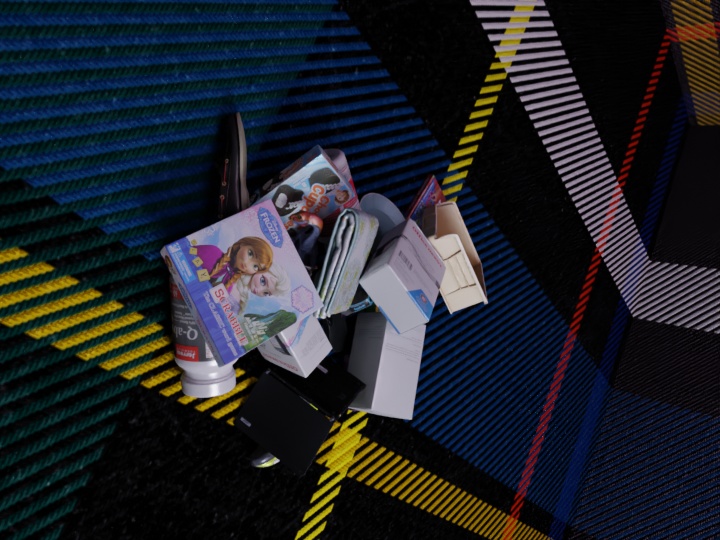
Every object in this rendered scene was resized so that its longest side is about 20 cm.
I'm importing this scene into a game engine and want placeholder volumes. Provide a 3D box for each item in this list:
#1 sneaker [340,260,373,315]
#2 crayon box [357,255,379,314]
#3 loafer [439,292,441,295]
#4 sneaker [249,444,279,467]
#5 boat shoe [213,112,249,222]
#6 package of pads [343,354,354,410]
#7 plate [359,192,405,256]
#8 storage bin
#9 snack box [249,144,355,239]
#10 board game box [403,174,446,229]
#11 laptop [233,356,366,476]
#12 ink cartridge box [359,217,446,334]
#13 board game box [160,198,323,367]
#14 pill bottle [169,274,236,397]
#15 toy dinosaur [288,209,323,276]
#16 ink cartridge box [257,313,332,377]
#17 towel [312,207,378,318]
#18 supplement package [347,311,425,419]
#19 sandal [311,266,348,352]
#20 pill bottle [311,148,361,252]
[{"bbox_3d":[0.000,0.000,1.277,0.073,0.080,0.205,41,43,-45],"label":"sneaker"},{"bbox_3d":[0.054,0.069,1.400,0.117,0.057,0.206,-4,100,-48],"label":"crayon box"},{"bbox_3d":[0.177,-0.002,1.497,0.072,0.071,0.201,-69,152,-22],"label":"loafer"},{"bbox_3d":[-0.164,0.305,1.204,0.201,0.073,0.082,-53,125,-37],"label":"sneaker"},{"bbox_3d":[-0.225,-0.173,1.032,0.061,0.074,0.208,-2,86,-4],"label":"boat shoe"},{"bbox_3d":[0.043,0.255,1.410,0.197,0.074,0.124,1,94,-48],"label":"package of pads"},{"bbox_3d":[0.056,-0.079,1.351,0.198,0.025,0.205,30,46,-36],"label":"plate"},{"bbox_3d":[0.219,-0.039,1.421,0.202,0.092,0.201,62,18,-22],"label":"storage bin"},{"bbox_3d":[-0.121,-0.126,1.094,0.198,0.038,0.116,-34,132,13],"label":"snack box"},{"bbox_3d":[0.153,-0.132,1.502,0.202,0.019,0.104,-58,135,-23],"label":"board game box"},{"bbox_3d":[-0.117,0.262,1.179,0.200,0.175,0.105,-39,157,-52],"label":"laptop"},{"bbox_3d":[0.093,0.008,1.243,0.146,0.083,0.201,51,34,-15],"label":"ink cartridge box"},{"bbox_3d":[-0.184,0.015,0.952,0.197,0.041,0.204,-30,94,-32],"label":"board game box"},{"bbox_3d":[-0.262,0.101,1.012,0.114,0.114,0.206,-11,105,-46],"label":"pill bottle"},{"bbox_3d":[-0.113,-0.049,1.117,0.183,0.104,0.201,-54,-177,31],"label":"toy dinosaur"},{"bbox_3d":[-0.156,0.084,1.103,0.086,0.146,0.203,-43,126,-29],"label":"ink cartridge box"},{"bbox_3d":[-0.029,-0.014,1.112,0.171,0.047,0.205,-7,117,-78],"label":"towel"},{"bbox_3d":[0.050,0.203,1.276,0.115,0.116,0.205,21,72,-34],"label":"supplement package"},{"bbox_3d":[-0.054,0.084,1.290,0.075,0.047,0.205,-35,122,-38],"label":"sandal"},{"bbox_3d":[-0.057,-0.129,1.199,0.112,0.111,0.204,-40,125,-35],"label":"pill bottle"}]
